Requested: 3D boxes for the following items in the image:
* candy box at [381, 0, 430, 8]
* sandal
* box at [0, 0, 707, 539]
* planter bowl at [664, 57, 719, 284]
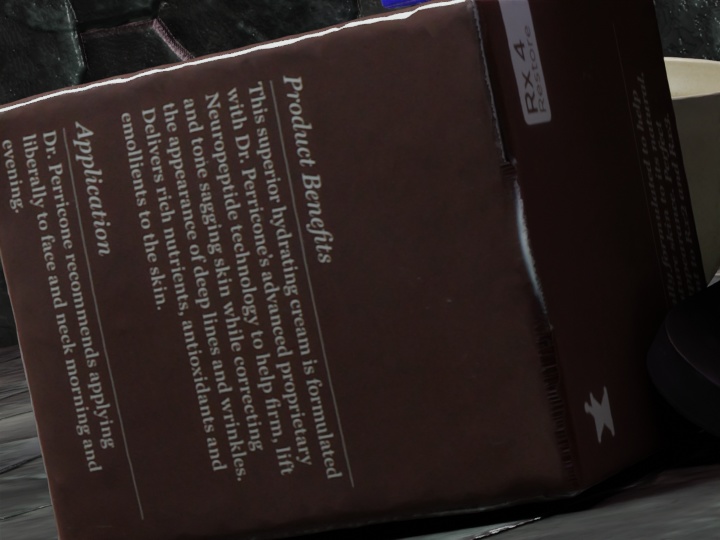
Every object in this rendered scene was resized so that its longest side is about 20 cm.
[{"bbox_3d":[0.126,-0.144,1.039,0.169,0.077,0.200,-9,1,44],"label":"candy box"},{"bbox_3d":[0.171,0.003,1.027,0.076,0.043,0.200,33,34,14],"label":"sandal"},{"bbox_3d":[0.000,0.000,1.027,0.200,0.166,0.164,-10,2,26],"label":"box"},{"bbox_3d":[0.106,-0.030,1.469,0.200,0.135,0.200,-3,10,1],"label":"planter bowl"}]
